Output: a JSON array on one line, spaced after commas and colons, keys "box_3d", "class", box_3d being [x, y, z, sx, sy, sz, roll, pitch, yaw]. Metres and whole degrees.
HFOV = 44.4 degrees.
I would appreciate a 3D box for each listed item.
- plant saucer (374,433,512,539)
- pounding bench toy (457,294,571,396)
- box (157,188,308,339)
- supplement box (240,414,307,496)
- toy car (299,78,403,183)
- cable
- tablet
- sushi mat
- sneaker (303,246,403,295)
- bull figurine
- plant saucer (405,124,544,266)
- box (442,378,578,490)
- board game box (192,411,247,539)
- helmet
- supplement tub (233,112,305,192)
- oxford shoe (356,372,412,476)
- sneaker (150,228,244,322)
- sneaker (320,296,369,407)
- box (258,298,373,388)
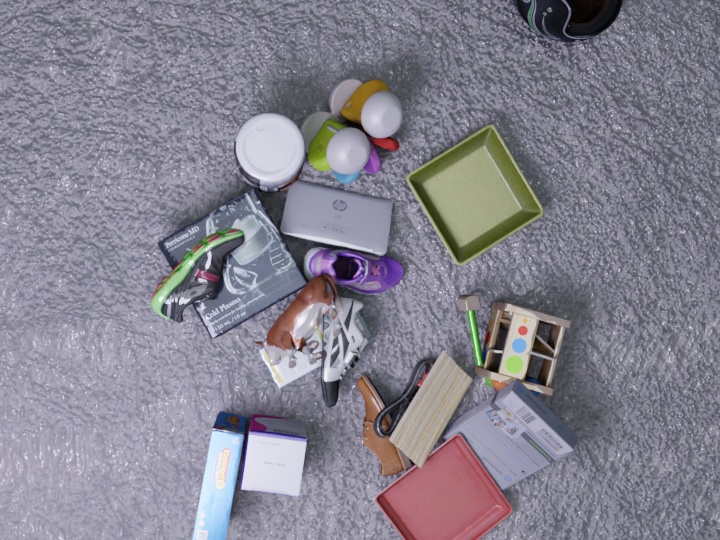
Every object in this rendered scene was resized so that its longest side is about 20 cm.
[{"box_3d": [0.153, 0.432, 1.646, 0.200, 0.037, 0.200, -37, 104, -6], "class": "plant saucer"}, {"box_3d": [0.259, 0.141, 1.631, 0.199, 0.124, 0.157, 16, 88, -5], "class": "pounding bench toy"}, {"box_3d": [-0.226, -0.011, 1.591, 0.199, 0.124, 0.197, -30, 90, -5], "class": "box"}, {"box_3d": [-0.151, 0.321, 1.552, 0.101, 0.200, 0.104, 8, 89, -5], "class": "supplement box"}, {"box_3d": [-0.002, -0.244, 1.613, 0.200, 0.175, 0.150, -48, 130, -5], "class": "toy car"}, {"box_3d": [0.099, 0.229, 1.613, 0.199, 0.050, 0.098, -25, 98, -40], "class": "cable"}, {"box_3d": [-0.042, -0.100, 1.631, 0.199, 0.014, 0.131, 12, 55, -5], "class": "tablet"}, {"box_3d": [0.131, 0.252, 1.609, 0.096, 0.012, 0.200, 43, 69, -24], "class": "sushi mat"}, {"box_3d": [0.000, 0.000, 1.607, 0.199, 0.088, 0.081, 6, 84, -30], "class": "sneaker"}, {"box_3d": [-0.104, 0.101, 1.538, 0.065, 0.121, 0.200, 21, 110, -42], "class": "bull figurine"}, {"box_3d": [0.213, -0.140, 1.671, 0.199, 0.048, 0.201, -31, 91, -5], "class": "plant saucer"}, {"box_3d": [0.271, 0.304, 1.608, 0.156, 0.041, 0.200, 43, 130, -3], "class": "box"}, {"box_3d": [-0.245, 0.364, 1.544, 0.056, 0.196, 0.201, 10, 89, -5], "class": "board game box"}, {"box_3d": [0.378, -0.519, 1.623, 0.199, 0.191, 0.201, -9, 66, 22], "class": "helmet"}, {"box_3d": [-0.159, -0.203, 1.560, 0.122, 0.200, 0.123, 0, 90, -5], "class": "supplement tub"}, {"box_3d": [0.029, 0.290, 1.637, 0.071, 0.071, 0.201, -21, 92, 0], "class": "oxford shoe"}, {"box_3d": [-0.267, 0.006, 1.499, 0.200, 0.077, 0.084, -45, 109, 0], "class": "sneaker"}, {"box_3d": [-0.028, 0.147, 1.579, 0.088, 0.074, 0.201, 4, 89, -3], "class": "sneaker"}, {"box_3d": [-0.083, 0.134, 1.637, 0.199, 0.049, 0.083, -28, 91, -5], "class": "box"}]
